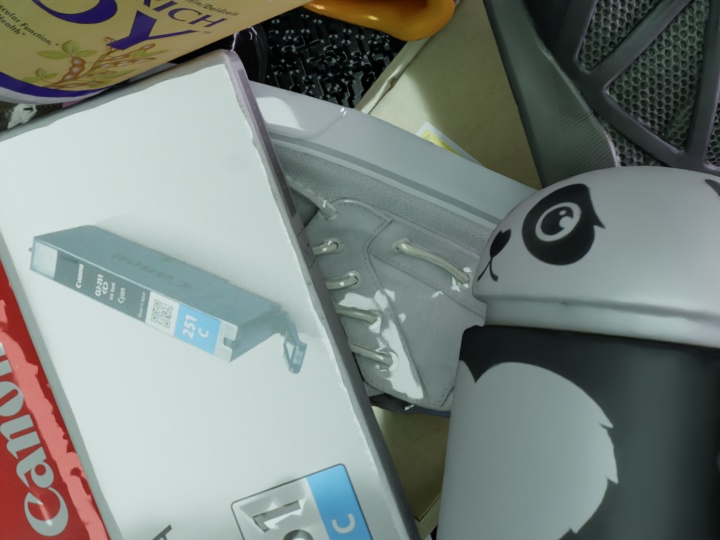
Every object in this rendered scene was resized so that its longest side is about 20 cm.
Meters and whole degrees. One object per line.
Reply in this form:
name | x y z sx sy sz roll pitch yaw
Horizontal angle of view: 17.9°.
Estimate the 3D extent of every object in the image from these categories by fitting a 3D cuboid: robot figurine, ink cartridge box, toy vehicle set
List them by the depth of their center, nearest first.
robot figurine | 0.085 0.067 0.715 0.150 0.125 0.200 6 86 28
ink cartridge box | -0.089 0.050 0.755 0.176 0.045 0.200 -20 96 5
toy vehicle set | 0.036 -0.011 0.876 0.124 0.027 0.200 39 86 -1

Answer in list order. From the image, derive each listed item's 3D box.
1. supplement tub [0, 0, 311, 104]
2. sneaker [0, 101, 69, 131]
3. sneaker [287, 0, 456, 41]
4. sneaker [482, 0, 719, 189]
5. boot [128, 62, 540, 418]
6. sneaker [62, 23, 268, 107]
supplement tub | -0.051 -0.140 0.661 0.200 0.145 0.146 -17 91 40
sneaker | -0.120 -0.073 0.891 0.076 0.070 0.200 36 92 -23
sneaker | -0.044 -0.138 0.818 0.200 0.077 0.078 13 123 -31
sneaker | 0.091 -0.112 0.744 0.114 0.076 0.200 -18 114 9
boot | 0.000 0.000 0.808 0.200 0.074 0.096 21 85 -17
sneaker | -0.080 -0.008 0.840 0.079 0.095 0.200 27 90 -37
